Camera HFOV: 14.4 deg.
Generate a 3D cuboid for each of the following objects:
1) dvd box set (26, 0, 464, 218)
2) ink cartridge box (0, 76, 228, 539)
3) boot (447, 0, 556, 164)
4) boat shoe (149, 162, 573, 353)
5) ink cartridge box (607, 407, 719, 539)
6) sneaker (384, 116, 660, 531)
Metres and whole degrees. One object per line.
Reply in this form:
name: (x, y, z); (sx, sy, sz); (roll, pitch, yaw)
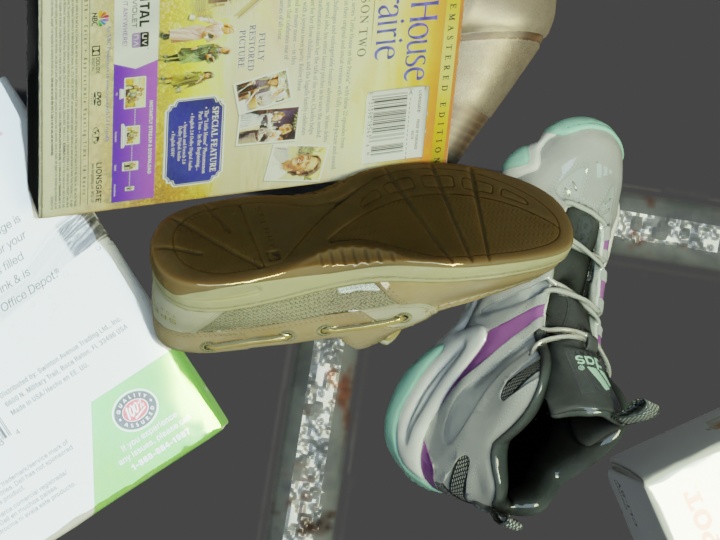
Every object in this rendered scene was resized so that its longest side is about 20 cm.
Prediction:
dvd box set: (-0.052, -0.100, 1.295); (0.200, 0.029, 0.146); (-8, 131, -15)
ink cartridge box: (-0.179, 0.027, 1.365); (0.145, 0.084, 0.200); (-33, 96, -6)
boot: (-0.004, -0.142, 1.395); (0.200, 0.070, 0.146); (18, 84, -9)
boat shoe: (0.000, 0.000, 1.334); (0.200, 0.072, 0.065); (-8, 136, -13)
ink cartridge box: (0.245, 0.124, 1.423); (0.200, 0.083, 0.145); (-24, 95, -5)
sneaker: (0.102, 0.032, 1.368); (0.078, 0.140, 0.200); (20, 96, -35)
